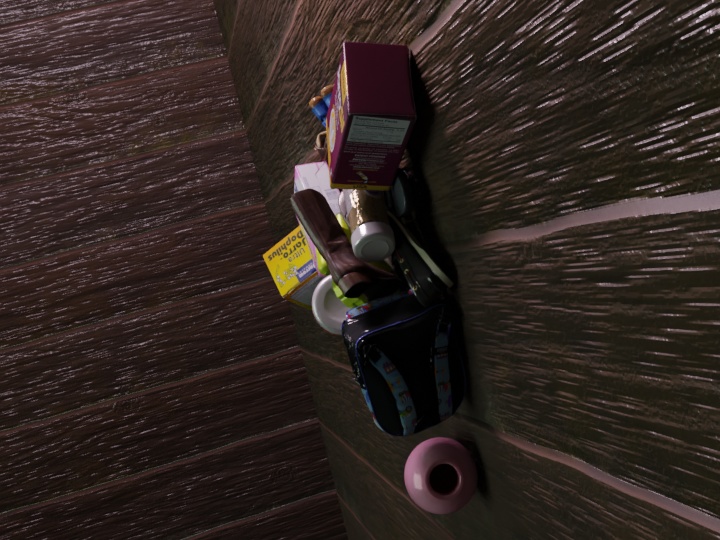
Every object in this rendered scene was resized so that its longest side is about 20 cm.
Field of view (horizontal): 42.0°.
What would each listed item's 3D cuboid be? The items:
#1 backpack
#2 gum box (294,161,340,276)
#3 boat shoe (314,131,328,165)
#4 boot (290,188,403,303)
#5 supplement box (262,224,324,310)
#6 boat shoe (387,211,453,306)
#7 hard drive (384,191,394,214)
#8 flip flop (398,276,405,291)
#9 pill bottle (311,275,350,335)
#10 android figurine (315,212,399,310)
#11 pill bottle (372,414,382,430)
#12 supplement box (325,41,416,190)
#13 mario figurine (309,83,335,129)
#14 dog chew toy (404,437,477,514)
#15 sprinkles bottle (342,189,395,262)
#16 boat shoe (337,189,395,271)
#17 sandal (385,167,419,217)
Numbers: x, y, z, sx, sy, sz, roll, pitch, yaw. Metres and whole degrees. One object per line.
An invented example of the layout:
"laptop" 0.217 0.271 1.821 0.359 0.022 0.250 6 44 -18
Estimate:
"backpack" 0.073 0.151 1.500 0.134 0.181 0.202 -140 31 -64
"gum box" -0.070 -0.096 1.783 0.114 0.065 0.201 97 157 -46
"boat shoe" -0.051 -0.243 1.817 0.072 0.072 0.200 37 159 3
"boot" -0.025 -0.045 1.532 0.201 0.064 0.186 56 -163 21
"supplement box" -0.089 0.005 1.924 0.199 0.108 0.110 28 -151 -58
"boat shoe" 0.074 -0.023 1.484 0.074 0.063 0.202 40 -168 -44
"hard drive" 0.021 -0.131 1.739 0.136 0.042 0.201 87 164 -45
"flip flop" 0.021 -0.008 1.744 0.201 0.057 0.081 57 -165 29
"pill bottle" -0.037 0.067 1.783 0.200 0.111 0.115 115 140 -85
"android figurine" 0.000 0.000 1.603 0.041 0.181 0.202 -34 52 36
"pill bottle" 0.065 0.196 1.743 0.113 0.111 0.202 -122 18 -56
"supplement box" 0.011 -0.226 1.412 0.201 0.102 0.133 110 159 -61
"mario figurine" -0.007 -0.228 1.653 0.202 0.105 0.123 63 174 3
"dog chew toy" 0.133 0.346 1.615 0.200 0.123 0.126 107 147 -85
"sprinkles bottle" 0.007 -0.109 1.506 0.069 0.067 0.202 89 172 -51
"boat shoe" 0.031 -0.058 1.598 0.201 0.074 0.073 51 169 18
"sandal" 0.070 -0.132 1.529 0.200 0.042 0.077 -113 17 -79
